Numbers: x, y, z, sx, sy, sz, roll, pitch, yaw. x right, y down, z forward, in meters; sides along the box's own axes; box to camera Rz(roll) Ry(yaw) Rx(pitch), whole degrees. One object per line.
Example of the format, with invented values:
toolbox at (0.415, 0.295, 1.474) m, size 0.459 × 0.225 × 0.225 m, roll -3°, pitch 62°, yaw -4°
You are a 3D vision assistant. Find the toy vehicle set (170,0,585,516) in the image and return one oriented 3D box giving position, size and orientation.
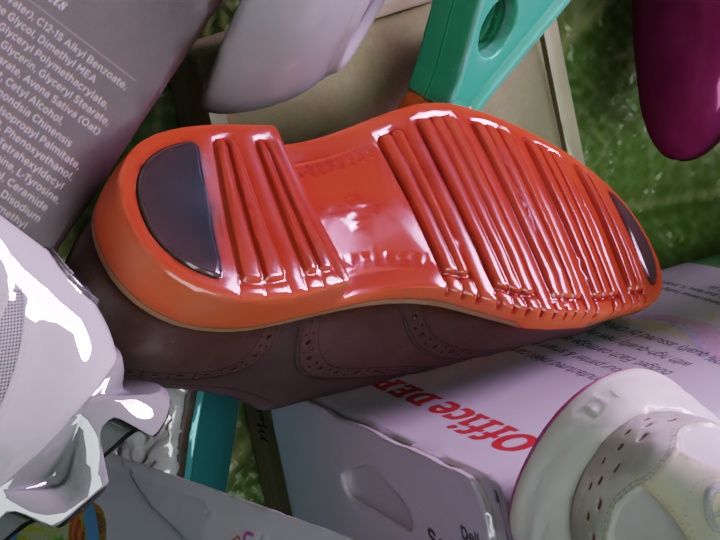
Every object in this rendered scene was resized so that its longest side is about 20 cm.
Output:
toy vehicle set at (0.019, 0.011, 0.806) m, size 0.124 × 0.026 × 0.201 m, roll -18°, pitch 105°, yaw -23°

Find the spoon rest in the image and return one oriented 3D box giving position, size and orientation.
spoon rest at (0.001, -0.125, 0.738) m, size 0.060 × 0.100 × 0.200 m, roll 30°, pitch 56°, yaw 2°

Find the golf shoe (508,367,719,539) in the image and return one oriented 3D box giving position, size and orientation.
golf shoe at (0.121, 0.108, 0.643) m, size 0.200 × 0.091 × 0.075 m, roll 42°, pitch 79°, yaw -28°

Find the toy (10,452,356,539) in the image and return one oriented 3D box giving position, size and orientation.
toy at (-0.068, 0.106, 0.688) m, size 0.047 × 0.199 × 0.116 m, roll 10°, pitch 93°, yaw -42°

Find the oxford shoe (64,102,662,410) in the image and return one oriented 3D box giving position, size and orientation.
oxford shoe at (0.000, 0.000, 0.720) m, size 0.199 × 0.073 × 0.072 m, roll 2°, pitch 55°, yaw -37°

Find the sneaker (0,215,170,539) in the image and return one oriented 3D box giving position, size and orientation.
sneaker at (-0.144, 0.061, 0.600) m, size 0.200 × 0.074 × 0.089 m, roll -45°, pitch 114°, yaw -24°

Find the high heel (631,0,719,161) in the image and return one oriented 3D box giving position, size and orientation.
high heel at (0.094, -0.140, 0.799) m, size 0.096 × 0.067 × 0.201 m, roll 18°, pitch 74°, yaw -37°

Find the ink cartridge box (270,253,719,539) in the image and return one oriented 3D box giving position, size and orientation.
ink cartridge box at (0.094, 0.059, 0.753) m, size 0.199 × 0.145 × 0.085 m, roll -15°, pitch 105°, yaw -24°

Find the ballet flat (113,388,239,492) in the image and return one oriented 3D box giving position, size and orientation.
ballet flat at (-0.073, 0.092, 0.754) m, size 0.071 × 0.072 × 0.202 m, roll 1°, pitch 95°, yaw -27°

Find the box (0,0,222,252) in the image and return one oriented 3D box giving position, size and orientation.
box at (-0.127, -0.025, 0.689) m, size 0.075 × 0.100 × 0.201 m, roll 35°, pitch 82°, yaw -26°

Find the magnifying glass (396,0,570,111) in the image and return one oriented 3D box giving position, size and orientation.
magnifying glass at (0.034, -0.067, 0.760) m, size 0.201 × 0.022 × 0.080 m, roll -61°, pitch 153°, yaw 2°
